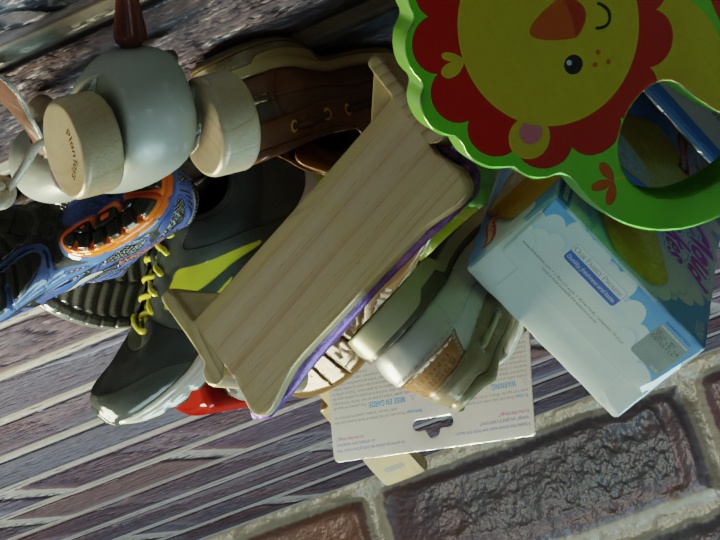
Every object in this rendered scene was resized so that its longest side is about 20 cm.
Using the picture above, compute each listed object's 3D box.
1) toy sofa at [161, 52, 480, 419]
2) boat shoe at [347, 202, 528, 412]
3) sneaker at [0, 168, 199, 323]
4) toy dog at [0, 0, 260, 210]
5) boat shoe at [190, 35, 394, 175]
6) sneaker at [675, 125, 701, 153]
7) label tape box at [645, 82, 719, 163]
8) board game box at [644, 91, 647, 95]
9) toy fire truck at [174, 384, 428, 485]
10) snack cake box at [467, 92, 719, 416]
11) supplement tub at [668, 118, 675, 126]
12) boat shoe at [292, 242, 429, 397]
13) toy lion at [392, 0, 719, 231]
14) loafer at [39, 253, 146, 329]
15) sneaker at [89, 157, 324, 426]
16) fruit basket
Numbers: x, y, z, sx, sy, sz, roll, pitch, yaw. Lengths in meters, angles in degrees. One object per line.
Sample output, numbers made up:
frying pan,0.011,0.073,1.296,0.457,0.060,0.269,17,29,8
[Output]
toy sofa,-0.004,-0.012,1.437,0.200,0.098,0.083,-48,154,21
boat shoe,0.053,0.023,1.410,0.075,0.068,0.200,-47,179,26
sneaker,-0.176,-0.012,1.575,0.199,0.076,0.078,-22,160,28
toy dog,-0.133,-0.084,1.318,0.199,0.097,0.131,-7,-177,43
boat shoe,-0.021,-0.084,1.497,0.072,0.068,0.200,-23,169,29
sneaker,0.295,-0.123,1.836,0.089,0.067,0.200,-17,174,-34
label tape box,0.189,-0.111,1.478,0.063,0.144,0.200,-42,170,8
board game box,0.148,-0.129,1.664,0.199,0.032,0.120,-11,166,-33
toy fire truck,-0.054,0.065,1.857,0.128,0.201,0.176,-8,166,-43
snack cake box,0.131,-0.025,1.432,0.067,0.115,0.200,-40,-166,26
supplement tub,0.115,-0.044,1.773,0.199,0.133,0.132,-8,166,-39
boat shoe,0.000,0.000,1.570,0.200,0.073,0.063,-51,178,41
toy lion,0.118,-0.106,1.298,0.191,0.201,0.069,-29,-163,-7
loafer,-0.129,-0.009,1.679,0.199,0.076,0.070,4,-157,-26
sneaker,-0.107,0.001,1.617,0.200,0.085,0.074,-52,-152,-4
fruit basket,0.043,0.009,1.627,0.093,0.201,0.185,-3,173,-41
